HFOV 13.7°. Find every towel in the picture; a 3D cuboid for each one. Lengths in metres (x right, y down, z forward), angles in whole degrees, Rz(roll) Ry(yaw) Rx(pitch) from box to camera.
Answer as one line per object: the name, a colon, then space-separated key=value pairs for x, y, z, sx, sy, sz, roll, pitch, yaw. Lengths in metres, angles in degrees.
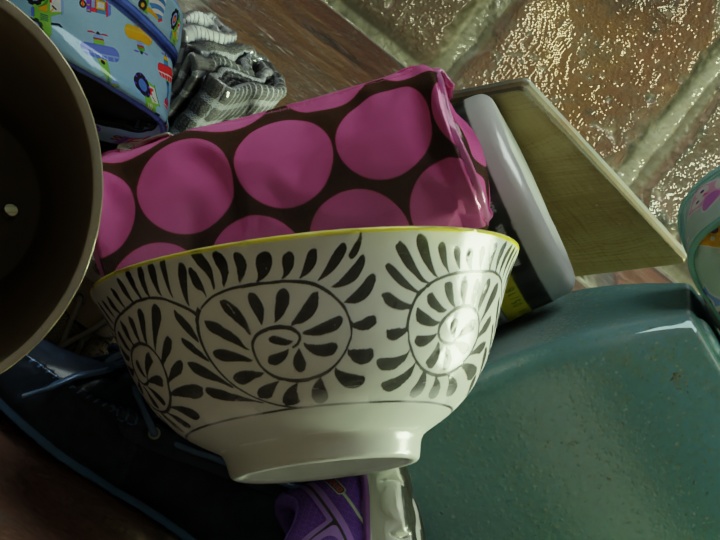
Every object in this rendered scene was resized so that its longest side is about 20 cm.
towel: x=-0.126 y=-0.064 z=1.703 sx=0.086 sy=0.166 sz=0.200 roll=42 pitch=10 yaw=1

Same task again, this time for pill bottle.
pill bottle: x=0.000 y=0.000 z=1.550 sx=0.115 sy=0.199 sz=0.114 roll=63 pitch=6 yaw=-13

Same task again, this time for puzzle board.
puzzle board: x=0.065 y=-0.046 z=1.659 sx=0.199 sy=0.017 sz=0.151 roll=-7 pitch=-42 yaw=47

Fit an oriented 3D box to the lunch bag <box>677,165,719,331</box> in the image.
lunch bag: x=0.266 y=0.014 z=1.520 sx=0.200 sy=0.160 sz=0.077 roll=55 pitch=11 yaw=-21

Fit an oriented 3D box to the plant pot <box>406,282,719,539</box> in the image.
plant pot: x=0.114 y=0.108 z=1.537 sx=0.196 sy=0.199 sz=0.196 roll=58 pitch=9 yaw=-4

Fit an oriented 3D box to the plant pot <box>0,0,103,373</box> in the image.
plant pot: x=-0.200 y=-0.035 z=1.351 sx=0.187 sy=0.188 sz=0.200 roll=38 pitch=0 yaw=0

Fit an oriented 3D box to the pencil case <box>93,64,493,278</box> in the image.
pencil case: x=-0.038 y=-0.040 z=1.463 sx=0.091 sy=0.199 sz=0.094 roll=63 pitch=14 yaw=-66

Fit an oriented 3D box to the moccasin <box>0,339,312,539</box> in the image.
moccasin: x=-0.105 y=0.071 z=1.462 sx=0.200 sy=0.068 sz=0.081 roll=35 pitch=11 yaw=-21

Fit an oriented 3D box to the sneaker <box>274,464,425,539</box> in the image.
sneaker: x=-0.007 y=0.171 z=1.373 sx=0.200 sy=0.083 sz=0.081 roll=-94 pitch=168 yaw=-53

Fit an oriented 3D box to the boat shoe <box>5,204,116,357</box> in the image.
boat shoe: x=-0.146 y=0.024 z=1.525 sx=0.065 sy=0.072 sz=0.200 roll=46 pitch=7 yaw=36

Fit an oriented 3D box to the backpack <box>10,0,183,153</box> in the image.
backpack: x=-0.174 y=-0.143 z=1.526 sx=0.199 sy=0.135 sz=0.183 roll=27 pitch=-13 yaw=-6

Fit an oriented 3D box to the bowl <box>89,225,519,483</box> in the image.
bowl: x=-0.021 y=0.045 z=1.372 sx=0.201 sy=0.200 sz=0.095 roll=14 pitch=68 yaw=-66
